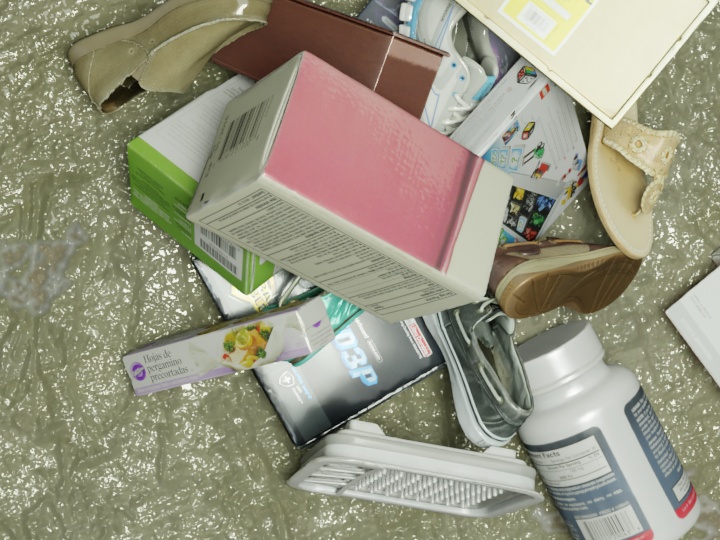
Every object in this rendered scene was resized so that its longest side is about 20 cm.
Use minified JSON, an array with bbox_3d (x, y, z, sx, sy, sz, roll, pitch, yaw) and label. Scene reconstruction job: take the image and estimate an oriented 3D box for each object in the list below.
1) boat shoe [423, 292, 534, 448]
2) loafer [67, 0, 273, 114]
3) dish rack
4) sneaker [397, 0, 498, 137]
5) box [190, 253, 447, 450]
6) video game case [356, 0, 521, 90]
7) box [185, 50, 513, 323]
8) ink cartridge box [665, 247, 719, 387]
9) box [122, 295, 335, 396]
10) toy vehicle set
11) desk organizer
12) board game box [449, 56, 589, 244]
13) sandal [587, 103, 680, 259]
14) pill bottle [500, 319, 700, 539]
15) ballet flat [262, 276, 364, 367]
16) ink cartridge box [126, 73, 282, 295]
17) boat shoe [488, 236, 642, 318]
[{"bbox_3d":[0.109,0.055,1.031,0.072,0.071,0.200,8,53,-40],"label":"boat shoe"},{"bbox_3d":[-0.155,-0.184,0.986,0.200,0.076,0.068,-15,89,29],"label":"loafer"},{"bbox_3d":[0.046,0.174,1.020,0.200,0.172,0.044,12,69,-10],"label":"dish rack"},{"bbox_3d":[0.073,-0.142,0.972,0.075,0.087,0.200,-9,108,-39],"label":"sneaker"},{"bbox_3d":[-0.037,0.036,1.056,0.159,0.046,0.200,-29,95,-8],"label":"box"},{"bbox_3d":[0.062,-0.190,1.029,0.143,0.019,0.200,43,109,4],"label":"video game case"},{"bbox_3d":[-0.007,-0.055,0.884,0.200,0.128,0.109,28,66,-26],"label":"box"},{"bbox_3d":[0.406,0.061,1.135,0.174,0.044,0.200,-38,97,-7],"label":"ink cartridge box"},{"bbox_3d":[-0.113,0.065,0.985,0.200,0.041,0.039,-16,97,34],"label":"box"},{"bbox_3d":[0.157,-0.220,0.904,0.200,0.027,0.124,40,101,1],"label":"toy vehicle set"},{"bbox_3d":[-0.031,-0.178,0.975,0.072,0.200,0.077,8,106,-49],"label":"desk organizer"},{"bbox_3d":[0.139,-0.090,1.019,0.035,0.200,0.126,39,82,29],"label":"board game box"},{"bbox_3d":[0.250,-0.121,1.054,0.078,0.070,0.212,11,66,-36],"label":"sandal"},{"bbox_3d":[0.212,0.152,1.065,0.120,0.120,0.200,-28,95,-8],"label":"pill bottle"},{"bbox_3d":[0.000,0.000,1.003,0.200,0.067,0.070,-36,103,-7],"label":"ballet flat"},{"bbox_3d":[-0.076,-0.094,1.009,0.148,0.076,0.200,37,56,21],"label":"ink cartridge box"},{"bbox_3d":[0.178,-0.005,1.059,0.200,0.072,0.072,-8,133,-42],"label":"boat shoe"}]
